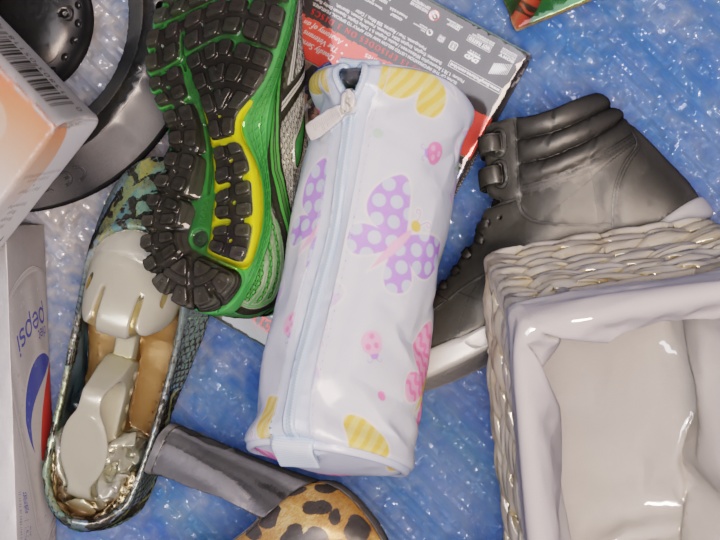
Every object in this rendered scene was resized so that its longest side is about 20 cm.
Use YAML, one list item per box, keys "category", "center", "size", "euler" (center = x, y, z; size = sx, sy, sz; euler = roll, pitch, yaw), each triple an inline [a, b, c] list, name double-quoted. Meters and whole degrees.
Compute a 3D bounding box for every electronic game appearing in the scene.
- category: "electronic game"
  center: [-0.178, -0.130, 1.151]
  size: [0.200, 0.042, 0.200]
  euler: [-1, 83, 12]

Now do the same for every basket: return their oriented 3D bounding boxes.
- category: "basket"
  center: [0.131, 0.085, 1.029]
  size: [0.135, 0.123, 0.200]
  euler: [-9, 109, -7]

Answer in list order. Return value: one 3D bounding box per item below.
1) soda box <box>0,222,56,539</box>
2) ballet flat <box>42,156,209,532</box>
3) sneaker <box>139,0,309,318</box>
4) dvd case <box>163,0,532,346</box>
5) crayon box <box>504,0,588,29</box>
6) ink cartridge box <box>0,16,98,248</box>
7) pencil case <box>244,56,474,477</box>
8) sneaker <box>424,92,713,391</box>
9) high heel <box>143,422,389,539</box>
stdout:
- category: "soda box"
  center: [-0.202, 0.075, 1.148]
  size: [0.068, 0.063, 0.200]
  euler: [-2, 90, 11]
- category: "ballet flat"
  center: [-0.120, 0.043, 1.119]
  size: [0.074, 0.074, 0.200]
  euler: [11, 101, 9]
- category: "sneaker"
  center: [-0.061, -0.072, 1.101]
  size: [0.078, 0.085, 0.200]
  euler: [1, 77, 27]
- category: "dvd case"
  center: [-0.021, -0.058, 1.138]
  size: [0.146, 0.022, 0.200]
  euler: [29, 95, 8]
- category: "crayon box"
  center: [0.097, -0.237, 1.093]
  size: [0.127, 0.051, 0.200]
  euler: [-23, 88, 9]
- category: "ink cartridge box"
  center: [-0.247, -0.057, 1.087]
  size: [0.162, 0.050, 0.200]
  euler: [45, 109, 12]
- category: "pencil case"
  center: [0.000, 0.000, 1.047]
  size: [0.083, 0.091, 0.200]
  euler: [8, 80, 11]
- category: "sneaker"
  center: [0.068, -0.015, 1.104]
  size: [0.200, 0.071, 0.099]
  euler: [-32, 82, 5]
- category: "high heel"
  center: [-0.065, 0.191, 1.104]
  size: [0.142, 0.071, 0.200]
  euler: [20, 100, 26]
